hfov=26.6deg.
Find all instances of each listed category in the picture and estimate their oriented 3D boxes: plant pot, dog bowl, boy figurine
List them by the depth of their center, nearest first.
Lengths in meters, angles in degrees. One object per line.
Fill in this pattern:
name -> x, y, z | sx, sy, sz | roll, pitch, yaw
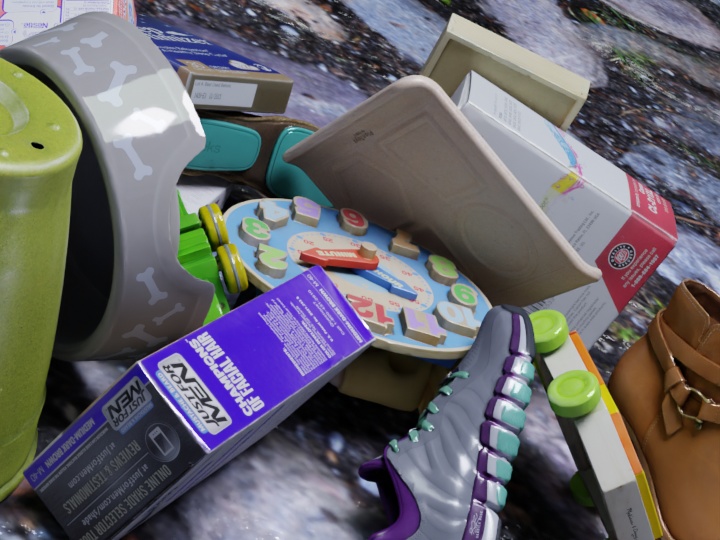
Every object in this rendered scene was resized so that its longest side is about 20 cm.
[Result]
plant pot -> -0.233, -0.008, 0.778 | 0.199, 0.194, 0.201 | 21, 27, -11
dog bowl -> -0.159, -0.041, 0.857 | 0.058, 0.201, 0.200 | -16, 48, -39
boy figurine -> 0.010, 0.056, 1.041 | 0.199, 0.065, 0.124 | 29, 25, 1

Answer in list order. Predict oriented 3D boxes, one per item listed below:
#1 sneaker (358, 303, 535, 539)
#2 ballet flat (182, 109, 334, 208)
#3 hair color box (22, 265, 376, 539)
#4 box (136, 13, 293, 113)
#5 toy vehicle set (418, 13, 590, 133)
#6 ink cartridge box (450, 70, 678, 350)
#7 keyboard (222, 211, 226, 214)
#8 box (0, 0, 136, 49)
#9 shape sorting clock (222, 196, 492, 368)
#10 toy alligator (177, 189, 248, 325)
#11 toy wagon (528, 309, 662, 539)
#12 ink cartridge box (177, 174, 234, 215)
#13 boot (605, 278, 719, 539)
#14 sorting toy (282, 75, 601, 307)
sneaker -> 0.049, 0.099, 0.913 | 0.087, 0.075, 0.201 | 17, 58, -4
ballet flat -> -0.086, -0.094, 1.167 | 0.199, 0.068, 0.072 | 8, 19, -39
hair color box -> -0.084, 0.073, 0.853 | 0.065, 0.109, 0.200 | 50, 29, 4
box -> -0.163, -0.167, 1.154 | 0.199, 0.033, 0.121 | 25, 17, 31
toy vehicle set -> 0.087, -0.103, 1.251 | 0.123, 0.201, 0.027 | 26, 42, -5
ink cartridge box -> 0.125, -0.039, 1.196 | 0.199, 0.146, 0.083 | 33, 26, -9
keyboard -> -0.016, -0.014, 1.197 | 0.127, 0.021, 0.199 | 40, 29, 27
box -> -0.255, -0.156, 1.026 | 0.198, 0.095, 0.104 | -2, 63, -2
shape sorting clock -> 0.000, 0.000, 1.021 | 0.198, 0.039, 0.200 | 20, 25, -10
toy alligator -> -0.116, -0.016, 0.971 | 0.059, 0.055, 0.201 | -18, 44, -11
toy wagon -> 0.144, 0.098, 1.005 | 0.039, 0.156, 0.201 | -20, 34, 2
ink cartridge box -> -0.157, -0.063, 1.132 | 0.094, 0.037, 0.200 | 30, 28, 4
boot -> 0.253, 0.117, 1.052 | 0.200, 0.156, 0.073 | 42, 29, 28
sorting toy -> 0.058, -0.046, 1.095 | 0.200, 0.185, 0.037 | 45, 59, -14
